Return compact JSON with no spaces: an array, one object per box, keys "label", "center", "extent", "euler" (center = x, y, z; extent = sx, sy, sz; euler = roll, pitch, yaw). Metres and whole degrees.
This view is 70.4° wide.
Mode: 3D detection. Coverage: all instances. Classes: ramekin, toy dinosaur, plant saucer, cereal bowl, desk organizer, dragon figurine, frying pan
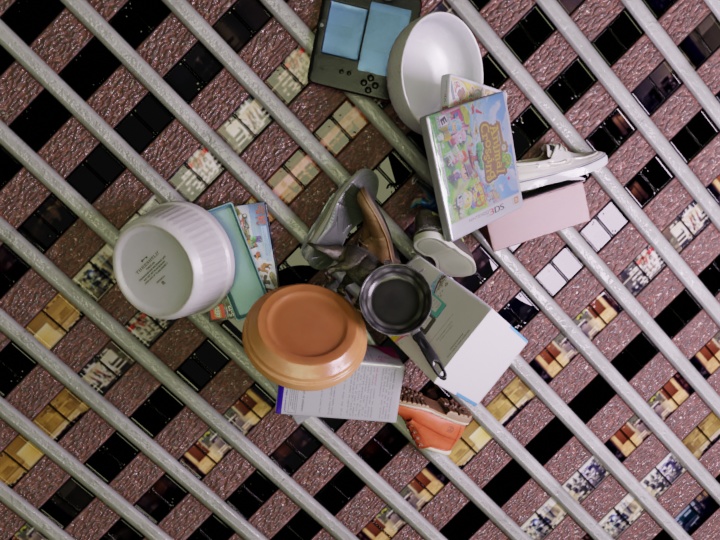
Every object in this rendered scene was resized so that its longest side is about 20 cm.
[{"label":"ramekin","center":[-0.321,-0.010,0.862],"extent":[0.200,0.094,0.204],"euler":[4,106,15]},{"label":"toy dinosaur","center":[0.000,0.000,0.881],"extent":[0.199,0.077,0.102],"euler":[26,57,20]},{"label":"plant saucer","center":[-0.084,0.092,0.800],"extent":[0.198,0.201,0.038],"euler":[9,134,-7]},{"label":"cereal bowl","center":[0.119,-0.332,0.884],"extent":[0.199,0.083,0.202],"euler":[-11,107,-37]},{"label":"desk organizer","center":[0.320,-0.104,0.959],"extent":[0.198,0.072,0.078],"euler":[-18,101,-3]},{"label":"dragon figurine","center":[0.145,-0.116,0.907],"extent":[0.099,0.200,0.059],"euler":[15,70,20]},{"label":"plant saucer","center":[-0.223,-0.015,0.905],"extent":[0.069,0.019,0.202],"euler":[-20,98,-2]},{"label":"frying pan","center":[0.085,0.068,0.795],"extent":[0.189,0.031,0.115],"euler":[37,78,11]}]

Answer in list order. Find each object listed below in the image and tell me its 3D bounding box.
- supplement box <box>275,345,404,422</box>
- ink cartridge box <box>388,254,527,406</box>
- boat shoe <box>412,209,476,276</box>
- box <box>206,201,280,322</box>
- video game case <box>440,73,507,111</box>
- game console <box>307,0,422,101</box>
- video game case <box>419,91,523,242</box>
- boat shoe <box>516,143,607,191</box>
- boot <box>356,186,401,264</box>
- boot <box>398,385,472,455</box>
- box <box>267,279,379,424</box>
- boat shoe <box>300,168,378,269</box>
[{"label":"supplement box","center":[-0.037,0.179,0.851],"extent":[0.198,0.101,0.104],"euler":[6,98,-7]},{"label":"ink cartridge box","center":[0.147,0.100,0.883],"extent":[0.146,0.200,0.146],"euler":[-52,131,3]},{"label":"boat shoe","center":[0.154,-0.044,0.910],"extent":[0.071,0.201,0.061],"euler":[-14,63,27]},{"label":"box","center":[-0.224,-0.016,0.933],"extent":[0.135,0.038,0.202],"euler":[-9,98,-4]},{"label":"video game case","center":[0.200,-0.230,0.890],"extent":[0.199,0.023,0.184],"euler":[-9,102,-47]},{"label":"game console","center":[0.008,-0.415,0.907],"extent":[0.175,0.031,0.202],"euler":[12,96,-7]},{"label":"video game case","center":[0.188,-0.172,0.836],"extent":[0.181,0.022,0.202],"euler":[-25,110,-29]},{"label":"boat shoe","center":[0.361,-0.203,0.951],"extent":[0.198,0.071,0.070],"euler":[-15,103,2]},{"label":"boot","center":[0.020,-0.054,0.911],"extent":[0.075,0.074,0.201],"euler":[-18,125,6]},{"label":"boot","center":[0.109,0.293,0.992],"extent":[0.198,0.075,0.108],"euler":[22,100,-9]},{"label":"box","center":[-0.078,0.146,0.939],"extent":[0.199,0.097,0.177],"euler":[-33,99,0]},{"label":"boat shoe","center":[-0.041,-0.099,0.926],"extent":[0.074,0.065,0.203],"euler":[27,97,-39]}]
